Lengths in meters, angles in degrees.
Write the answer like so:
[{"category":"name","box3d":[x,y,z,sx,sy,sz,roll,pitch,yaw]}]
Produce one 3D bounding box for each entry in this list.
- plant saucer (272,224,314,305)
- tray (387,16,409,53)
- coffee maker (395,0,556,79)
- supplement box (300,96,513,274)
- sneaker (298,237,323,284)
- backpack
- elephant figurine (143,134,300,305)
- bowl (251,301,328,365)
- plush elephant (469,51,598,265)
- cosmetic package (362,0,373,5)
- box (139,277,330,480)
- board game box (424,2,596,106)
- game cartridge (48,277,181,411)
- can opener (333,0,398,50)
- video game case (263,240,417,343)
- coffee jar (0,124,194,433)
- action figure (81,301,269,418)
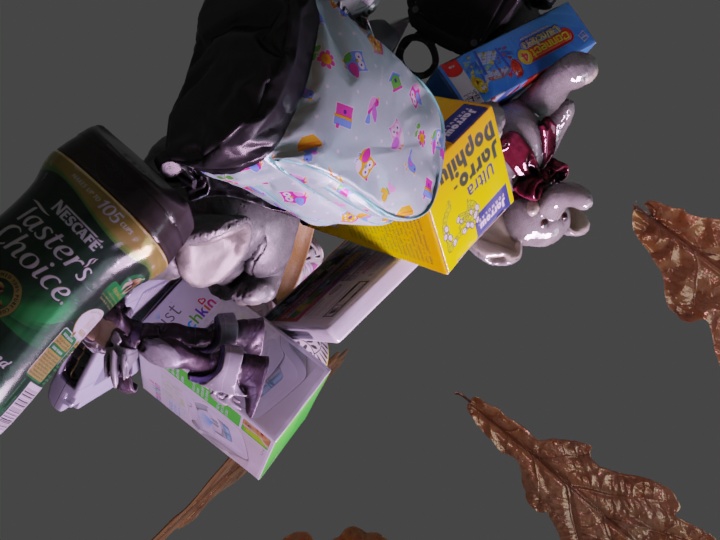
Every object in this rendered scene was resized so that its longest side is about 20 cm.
[{"category":"plant saucer","box3d":[-0.083,-0.061,0.942,0.200,0.035,0.203,13,90,-83]},{"category":"tray","box3d":[-0.022,-0.207,0.882,0.200,0.022,0.108,-41,168,-49]},{"category":"coffee maker","box3d":[0.125,-0.297,0.956,0.191,0.135,0.200,-37,174,17]},{"category":"supplement box","box3d":[0.026,-0.094,0.792,0.109,0.199,0.110,-45,134,-26]},{"category":"sneaker","box3d":[-0.097,-0.019,1.133,0.089,0.081,0.200,-53,178,-9]},{"category":"backpack","box3d":[-0.030,-0.103,0.611,0.199,0.126,0.169,30,75,-48]},{"category":"elephant figurine","box3d":[-0.142,-0.036,0.691,0.200,0.140,0.157,11,90,-63]},{"category":"bowl","box3d":[-0.144,0.085,1.059,0.201,0.200,0.095,-45,145,-30]},{"category":"plush elephant","box3d":[0.174,-0.093,0.871,0.164,0.156,0.200,-31,172,-28]},{"category":"cosmetic package","box3d":[0.037,-0.315,0.634,0.151,0.052,0.200,-51,172,-9]},{"category":"box","box3d":[-0.138,0.112,0.890,0.097,0.176,0.200,-51,175,-26]},{"category":"board game box","box3d":[0.131,-0.185,0.935,0.195,0.056,0.200,-31,173,-26]},{"category":"game cartridge","box3d":[-0.229,0.046,0.847,0.201,0.040,0.133,-55,167,28]},{"category":"can opener","box3d":[-0.033,-0.203,0.729,0.200,0.066,0.053,-36,165,-43]},{"category":"video game case","box3d":[0.000,0.000,0.862,0.200,0.023,0.182,-44,-163,-23]},{"category":"coffee jar","box3d":[-0.207,0.003,0.552,0.200,0.104,0.085,-48,174,-17]},{"category":"action figure","box3d":[-0.178,0.062,0.713,0.130,0.198,0.070,-117,-134,-64]}]
